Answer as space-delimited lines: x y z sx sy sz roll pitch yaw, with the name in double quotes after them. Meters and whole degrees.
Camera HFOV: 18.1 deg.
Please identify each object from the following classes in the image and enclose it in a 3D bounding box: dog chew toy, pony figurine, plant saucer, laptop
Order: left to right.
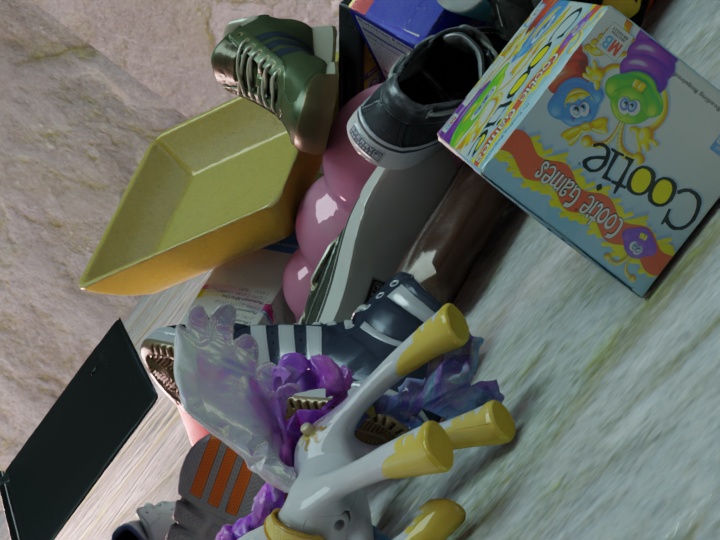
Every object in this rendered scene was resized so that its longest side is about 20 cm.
-0.163 0.162 1.440 0.116 0.200 0.187 -20 17 -7 "laptop"
-0.102 -0.063 1.737 0.200 0.048 0.200 -22 29 32 "plant saucer"
-0.019 0.100 1.170 0.200 0.167 0.193 -32 25 26 "pony figurine"
0.010 -0.037 1.638 0.200 0.124 0.125 -58 5 22 "dog chew toy"

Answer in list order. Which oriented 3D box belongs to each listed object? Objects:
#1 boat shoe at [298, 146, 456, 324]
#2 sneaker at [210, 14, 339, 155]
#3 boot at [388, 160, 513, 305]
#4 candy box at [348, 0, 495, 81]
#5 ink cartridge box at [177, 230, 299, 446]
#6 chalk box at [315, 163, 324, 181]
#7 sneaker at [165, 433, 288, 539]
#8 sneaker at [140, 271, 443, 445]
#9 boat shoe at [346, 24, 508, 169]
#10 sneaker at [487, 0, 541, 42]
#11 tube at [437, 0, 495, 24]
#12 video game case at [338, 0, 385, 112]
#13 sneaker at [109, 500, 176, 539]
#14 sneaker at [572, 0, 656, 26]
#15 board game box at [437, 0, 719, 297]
0.000 0.000 1.541 0.064 0.071 0.200 15 79 59 "boat shoe"
-0.064 -0.137 1.625 0.200 0.090 0.067 -94 15 -68 "sneaker"
0.085 -0.056 1.454 0.200 0.064 0.186 -53 -6 -24 "boot"
0.086 -0.199 1.698 0.169 0.077 0.200 -55 -25 -12 "candy box"
-0.085 0.066 1.708 0.200 0.067 0.116 -59 -33 -38 "ink cartridge box"
-0.014 -0.061 1.853 0.124 0.124 0.200 -39 17 56 "chalk box"
-0.087 0.185 1.430 0.200 0.078 0.112 -64 -16 13 "sneaker"
-0.027 0.048 1.346 0.109 0.200 0.070 -54 -37 -33 "sneaker"
0.064 -0.133 1.532 0.200 0.072 0.068 -32 -17 -50 "boat shoe"
0.122 -0.227 1.496 0.079 0.074 0.200 -2 42 18 "sneaker"
0.125 -0.198 1.621 0.077 0.050 0.200 -45 -25 26 "tube"
0.049 -0.181 1.767 0.200 0.025 0.181 -43 -31 -36 "video game case"
-0.123 0.185 1.542 0.075 0.087 0.200 -52 7 16 "sneaker"
0.187 -0.205 1.529 0.200 0.070 0.090 -55 14 22 "sneaker"
0.119 -0.070 1.172 0.103 0.105 0.200 -52 8 4 "board game box"
